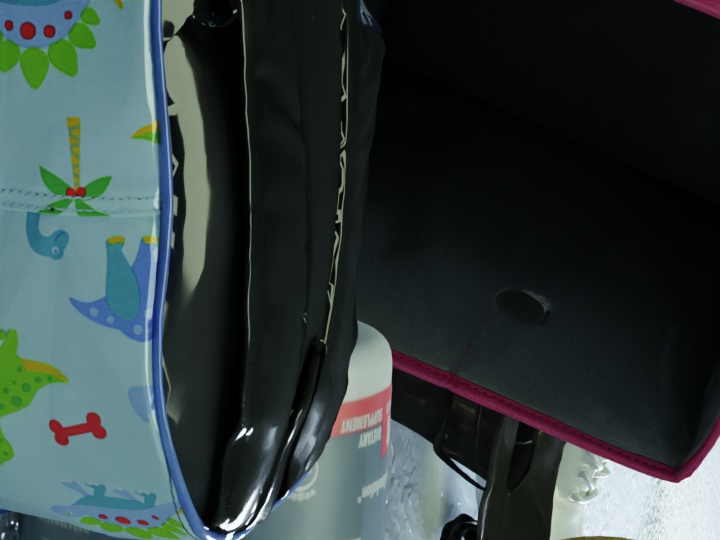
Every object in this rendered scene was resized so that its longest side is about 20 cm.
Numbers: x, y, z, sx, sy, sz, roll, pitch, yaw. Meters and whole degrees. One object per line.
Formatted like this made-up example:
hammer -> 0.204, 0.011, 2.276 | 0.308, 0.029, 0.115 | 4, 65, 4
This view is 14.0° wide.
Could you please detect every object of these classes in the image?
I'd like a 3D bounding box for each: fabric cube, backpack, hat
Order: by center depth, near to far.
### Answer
backpack -> -0.074, -0.032, 0.788 | 0.183, 0.147, 0.200 | -24, 114, -71
fabric cube -> 0.089, -0.077, 1.117 | 0.199, 0.200, 0.196 | -58, 170, -54
hat -> 0.053, 0.043, 1.302 | 0.201, 0.081, 0.201 | 11, 90, -76

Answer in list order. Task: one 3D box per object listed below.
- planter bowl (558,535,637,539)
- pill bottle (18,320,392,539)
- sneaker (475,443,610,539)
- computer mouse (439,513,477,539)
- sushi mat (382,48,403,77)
planter bowl -> 0.110, 0.182, 1.382 | 0.201, 0.200, 0.084 | 70, 14, -53
pill bottle -> -0.052, 0.116, 0.945 | 0.120, 0.119, 0.200 | -24, 118, -70
sneaker -> 0.099, 0.077, 1.439 | 0.073, 0.071, 0.200 | -14, 100, -62
computer mouse -> 0.082, 0.125, 1.500 | 0.200, 0.034, 0.059 | -36, 130, -66
sushi mat -> 0.000, 0.000, 1.246 | 0.096, 0.012, 0.200 | 75, 26, -49
